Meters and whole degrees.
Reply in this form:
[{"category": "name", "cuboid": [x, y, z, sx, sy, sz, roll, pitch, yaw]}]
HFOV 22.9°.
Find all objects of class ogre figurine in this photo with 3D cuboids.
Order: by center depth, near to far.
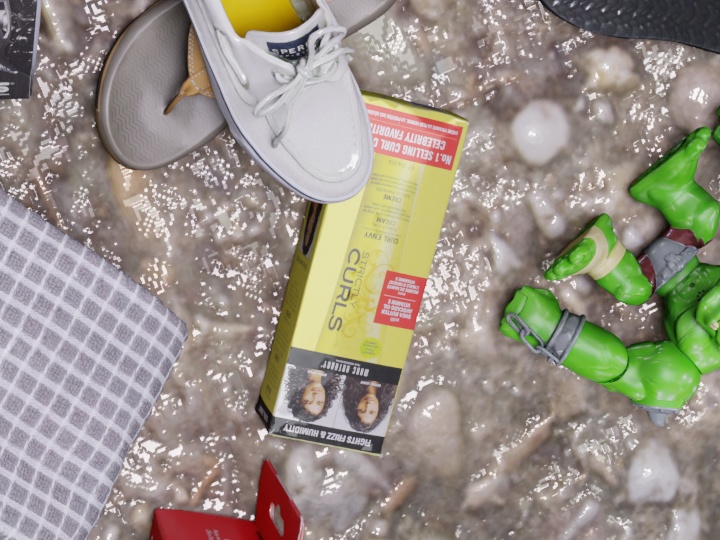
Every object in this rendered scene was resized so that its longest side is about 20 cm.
[{"category": "ogre figurine", "cuboid": [0.193, 0.001, 1.055, 0.200, 0.098, 0.120, -43, 92, -18]}]

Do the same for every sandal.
[{"category": "sandal", "cuboid": [-0.058, -0.126, 0.973, 0.199, 0.055, 0.082, -29, 108, -7]}, {"category": "sandal", "cuboid": [0.162, -0.168, 1.033, 0.199, 0.048, 0.076, 15, 98, -31]}]

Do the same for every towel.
[{"category": "towel", "cuboid": [-0.201, 0.049, 0.921, 0.200, 0.085, 0.166, 38, 68, -32]}]

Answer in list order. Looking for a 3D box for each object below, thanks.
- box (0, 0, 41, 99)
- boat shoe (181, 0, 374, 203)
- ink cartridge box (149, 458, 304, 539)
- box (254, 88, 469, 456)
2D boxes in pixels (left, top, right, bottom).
[{"category": "box", "cuboid": [-0.257, -0.141, 0.866, 0.198, 0.159, 0.049, -2, 66, -15]}, {"category": "boat shoe", "cuboid": [-0.038, -0.117, 0.907, 0.074, 0.086, 0.203, -30, 114, -14]}, {"category": "ink cartridge box", "cuboid": [-0.091, 0.214, 1.013, 0.067, 0.116, 0.202, 9, 100, -16]}, {"category": "box", "cuboid": [0.000, 0.000, 1.021, 0.075, 0.050, 0.202, 13, 99, -16]}]
